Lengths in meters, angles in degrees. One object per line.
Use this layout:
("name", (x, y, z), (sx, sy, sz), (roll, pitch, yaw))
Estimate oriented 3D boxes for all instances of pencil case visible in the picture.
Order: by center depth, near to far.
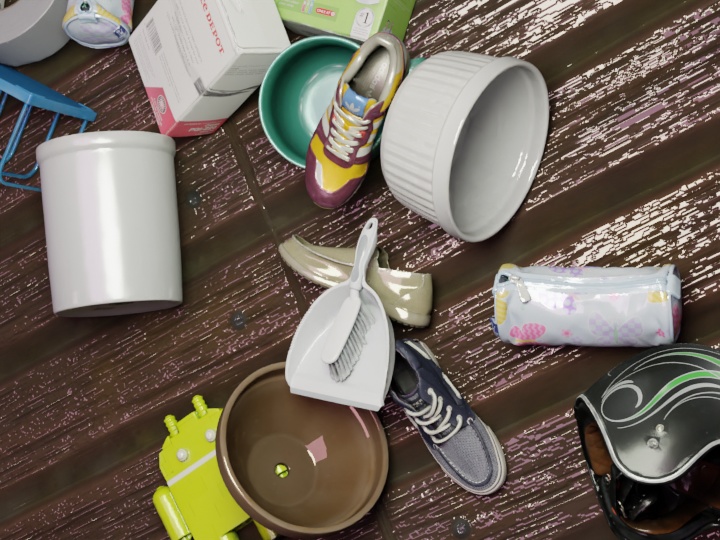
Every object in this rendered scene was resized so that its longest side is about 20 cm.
("pencil case", (0.240, 0.034, 1.364), (0.198, 0.091, 0.083), (1, 41, 21))
("pencil case", (-0.324, -0.381, 1.626), (0.082, 0.091, 0.202), (-5, 67, 21))

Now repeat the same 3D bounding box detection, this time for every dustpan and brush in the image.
("dustpan and brush", (-0.008, 0.042, 1.415), (0.139, 0.057, 0.201), (7, 67, 37))

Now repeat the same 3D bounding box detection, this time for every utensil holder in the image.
("utensil holder", (-0.300, -0.053, 1.562), (0.168, 0.170, 0.202), (-9, 82, 21))

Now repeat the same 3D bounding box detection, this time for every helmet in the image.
("helmet", (0.325, 0.169, 1.269), (0.189, 0.200, 0.202), (-16, 77, -3))

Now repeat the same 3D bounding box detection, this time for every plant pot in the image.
("plant pot", (-0.076, 0.212, 1.458), (0.202, 0.199, 0.093), (65, 147, 15))

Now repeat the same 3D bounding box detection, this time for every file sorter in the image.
("file sorter", (-0.474, -0.198, 1.667), (0.199, 0.139, 0.124), (27, 99, 22))

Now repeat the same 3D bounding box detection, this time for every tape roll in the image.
("tape roll", (-0.447, -0.374, 1.693), (0.198, 0.066, 0.202), (-7, 71, 22))

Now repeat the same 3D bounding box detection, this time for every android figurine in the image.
("android figurine", (-0.169, 0.249, 1.544), (0.181, 0.041, 0.201), (-33, 75, 16))

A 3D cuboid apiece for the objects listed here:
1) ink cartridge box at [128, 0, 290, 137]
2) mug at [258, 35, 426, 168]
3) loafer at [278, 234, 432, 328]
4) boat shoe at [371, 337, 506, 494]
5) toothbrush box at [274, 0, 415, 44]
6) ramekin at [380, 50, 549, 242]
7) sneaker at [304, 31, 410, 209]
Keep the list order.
("ink cartridge box", (-0.182, -0.271, 1.537), (0.200, 0.084, 0.147), (-37, 69, 48))
("mug", (-0.016, -0.185, 1.482), (0.183, 0.114, 0.154), (15, 96, 8))
("loafer", (0.000, 0.000, 1.487), (0.199, 0.076, 0.069), (25, 92, 13))
("boat shoe", (0.081, 0.162, 1.420), (0.075, 0.093, 0.201), (-41, 71, 13))
("toothbrush box", (-0.003, -0.369, 1.517), (0.145, 0.086, 0.202), (17, 92, 22))
("ramekin", (0.109, -0.141, 1.392), (0.104, 0.200, 0.202), (23, 93, 32))
("sneaker", (-0.011, -0.161, 1.378), (0.074, 0.090, 0.202), (23, 97, 7))
